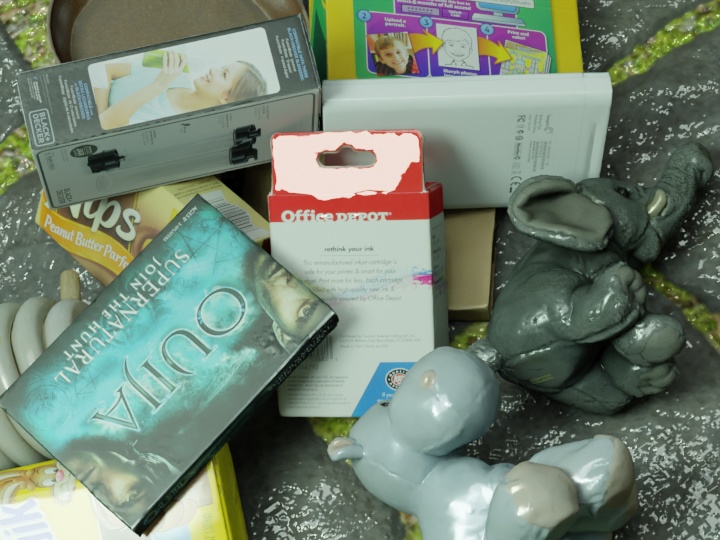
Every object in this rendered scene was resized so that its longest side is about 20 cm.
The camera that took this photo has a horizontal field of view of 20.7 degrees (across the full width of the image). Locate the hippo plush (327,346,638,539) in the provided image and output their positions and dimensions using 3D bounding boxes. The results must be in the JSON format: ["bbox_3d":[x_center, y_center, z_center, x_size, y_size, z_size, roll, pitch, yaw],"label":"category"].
[{"bbox_3d":[0.076,0.140,1.308,0.161,0.159,0.200,50,122,23],"label":"hippo plush"}]

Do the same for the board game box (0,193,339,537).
[{"bbox_3d":[-0.130,0.062,1.336,0.135,0.028,0.200,40,80,18],"label":"board game box"}]

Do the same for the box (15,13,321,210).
[{"bbox_3d":[-0.130,-0.109,1.367,0.200,0.117,0.060,-13,72,-6],"label":"box"}]

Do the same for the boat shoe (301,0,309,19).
[{"bbox_3d":[-0.024,-0.184,1.550,0.068,0.072,0.200,-28,50,43],"label":"boat shoe"}]

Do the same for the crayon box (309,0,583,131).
[{"bbox_3d":[0.064,-0.165,1.480,0.200,0.058,0.173,5,58,-12],"label":"crayon box"}]

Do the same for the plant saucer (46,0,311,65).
[{"bbox_3d":[-0.138,-0.174,1.495,0.200,0.035,0.201,5,54,-6],"label":"plant saucer"}]

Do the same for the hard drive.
[{"bbox_3d":[0.073,-0.090,1.409,0.200,0.132,0.027,-2,56,-1],"label":"hard drive"}]

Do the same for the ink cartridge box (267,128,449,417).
[{"bbox_3d":[0.000,0.000,1.391,0.116,0.067,0.200,0,97,13],"label":"ink cartridge box"}]

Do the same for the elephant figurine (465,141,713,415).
[{"bbox_3d":[0.159,-0.008,1.395,0.141,0.155,0.200,-41,36,41],"label":"elephant figurine"}]

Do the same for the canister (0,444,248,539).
[{"bbox_3d":[-0.181,0.194,1.363,0.200,0.087,0.149,-13,81,4],"label":"canister"}]

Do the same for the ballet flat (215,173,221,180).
[{"bbox_3d":[-0.151,-0.096,1.535,0.072,0.072,0.200,-42,63,-10],"label":"ballet flat"}]

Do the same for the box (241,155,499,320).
[{"bbox_3d":[0.006,-0.038,1.491,0.200,0.021,0.164,0,64,12],"label":"box"}]

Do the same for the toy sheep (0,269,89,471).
[{"bbox_3d":[-0.237,0.082,1.429,0.200,0.138,0.138,-30,59,15],"label":"toy sheep"}]

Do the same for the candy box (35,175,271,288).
[{"bbox_3d":[-0.154,-0.032,1.467,0.055,0.116,0.200,-18,49,-43],"label":"candy box"}]
